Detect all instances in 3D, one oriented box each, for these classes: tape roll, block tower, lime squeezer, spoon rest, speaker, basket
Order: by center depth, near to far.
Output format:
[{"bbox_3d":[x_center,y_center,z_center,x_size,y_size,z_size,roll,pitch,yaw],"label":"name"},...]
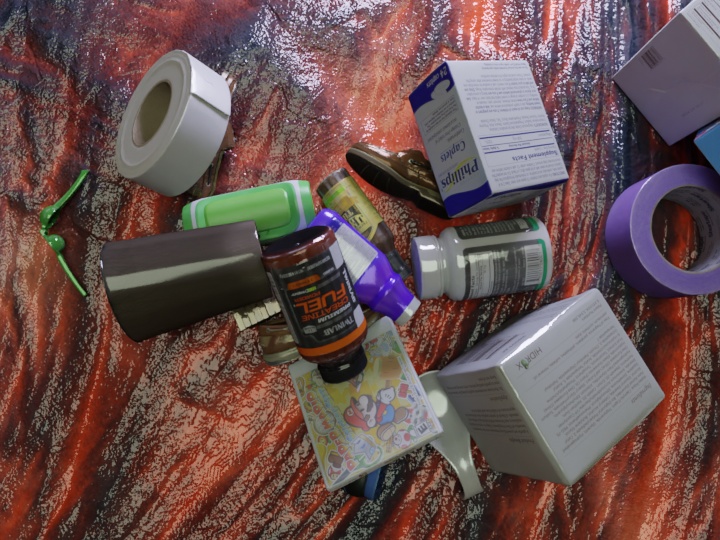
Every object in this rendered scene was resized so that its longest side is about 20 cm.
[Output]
[{"bbox_3d":[-0.231,0.007,0.784,0.196,0.181,0.138,-14,73,-9],"label":"basket"},{"bbox_3d":[-0.280,-0.217,0.828,0.200,0.070,0.207,-18,62,36],"label":"tape roll"},{"bbox_3d":[0.137,0.252,0.854,0.098,0.061,0.203,-23,86,-4],"label":"spoon rest"},{"bbox_3d":[-0.169,-0.083,0.868,0.196,0.088,0.090,-12,84,-3],"label":"speaker"},{"bbox_3d":[-0.105,0.027,0.874,0.197,0.058,0.055,-26,85,-6],"label":"block tower"},{"bbox_3d":[-0.471,-0.059,0.887,0.069,0.037,0.205,1,82,-33],"label":"lime squeezer"},{"bbox_3d":[0.504,-0.059,0.888,0.195,0.085,0.205,0,84,-1],"label":"tape roll"}]

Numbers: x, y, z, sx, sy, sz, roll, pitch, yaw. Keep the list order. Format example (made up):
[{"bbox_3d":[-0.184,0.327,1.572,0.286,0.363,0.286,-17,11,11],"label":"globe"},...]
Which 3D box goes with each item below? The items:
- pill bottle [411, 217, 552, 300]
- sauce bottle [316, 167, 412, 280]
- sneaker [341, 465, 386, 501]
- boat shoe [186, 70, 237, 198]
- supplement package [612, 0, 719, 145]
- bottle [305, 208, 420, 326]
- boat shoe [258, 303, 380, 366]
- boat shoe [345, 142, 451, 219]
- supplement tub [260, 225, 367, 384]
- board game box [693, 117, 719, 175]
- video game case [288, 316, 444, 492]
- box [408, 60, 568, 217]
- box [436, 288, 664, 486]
[{"bbox_3d":[0.182,-0.015,0.858,0.195,0.113,0.116,-6,84,-3],"label":"pill bottle"},{"bbox_3d":[0.010,-0.067,0.882,0.064,0.065,0.201,-37,85,-5],"label":"sauce bottle"},{"bbox_3d":[0.013,0.237,0.847,0.076,0.070,0.204,12,72,17],"label":"sneaker"},{"bbox_3d":[-0.232,-0.213,0.894,0.067,0.072,0.203,22,90,-17],"label":"boat shoe"},{"bbox_3d":[0.520,-0.316,0.858,0.110,0.200,0.157,-38,86,-6],"label":"supplement package"},{"bbox_3d":[0.000,0.000,0.821,0.199,0.065,0.084,40,87,1],"label":"bottle"},{"bbox_3d":[-0.064,0.080,0.853,0.197,0.076,0.073,-21,99,-5],"label":"boat shoe"},{"bbox_3d":[0.073,-0.156,0.891,0.197,0.072,0.069,28,76,-7],"label":"boat shoe"},{"bbox_3d":[-0.053,0.049,0.758,0.105,0.107,0.203,-22,107,-4],"label":"supplement tub"},{"bbox_3d":[0.604,-0.153,0.855,0.056,0.195,0.201,-39,86,39],"label":"board game box"},{"bbox_3d":[0.001,0.188,0.821,0.179,0.023,0.202,-26,56,2],"label":"video game case"},{"bbox_3d":[0.194,-0.201,0.846,0.181,0.104,0.204,-14,83,-34],"label":"box"},{"bbox_3d":[0.254,0.161,0.779,0.198,0.199,0.173,-30,85,-20],"label":"box"}]
